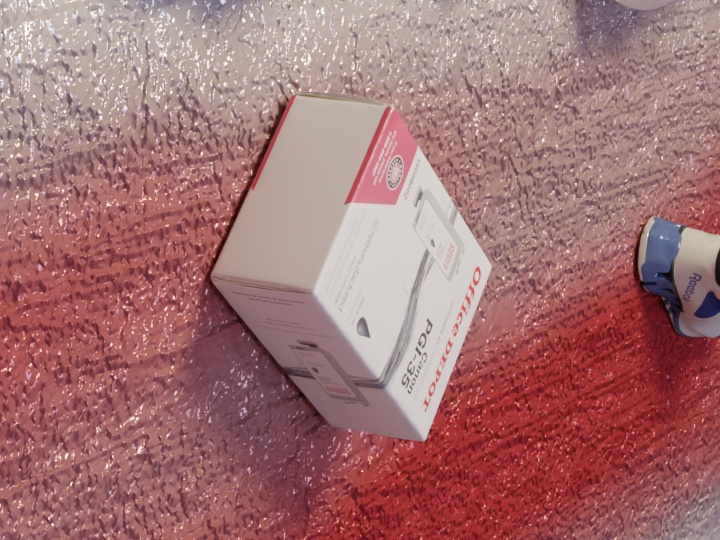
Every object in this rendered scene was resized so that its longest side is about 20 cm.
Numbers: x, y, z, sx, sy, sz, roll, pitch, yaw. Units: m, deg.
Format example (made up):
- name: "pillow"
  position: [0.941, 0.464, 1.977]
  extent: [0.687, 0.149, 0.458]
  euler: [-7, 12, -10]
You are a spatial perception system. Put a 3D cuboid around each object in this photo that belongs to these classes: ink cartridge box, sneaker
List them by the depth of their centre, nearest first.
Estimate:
- name: "ink cartridge box"
  position: [0.000, 0.000, 1.539]
  extent: [0.200, 0.082, 0.147]
  euler: [54, 52, -51]
- name: "sneaker"
  position: [0.330, 0.016, 2.085]
  extent: [0.199, 0.114, 0.081]
  euler: [34, 69, -58]

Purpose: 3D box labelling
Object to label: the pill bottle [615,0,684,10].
- name: "pill bottle"
  position: [0.263, -0.284, 1.893]
  extent: [0.200, 0.111, 0.113]
  euler: [-40, 131, -49]
